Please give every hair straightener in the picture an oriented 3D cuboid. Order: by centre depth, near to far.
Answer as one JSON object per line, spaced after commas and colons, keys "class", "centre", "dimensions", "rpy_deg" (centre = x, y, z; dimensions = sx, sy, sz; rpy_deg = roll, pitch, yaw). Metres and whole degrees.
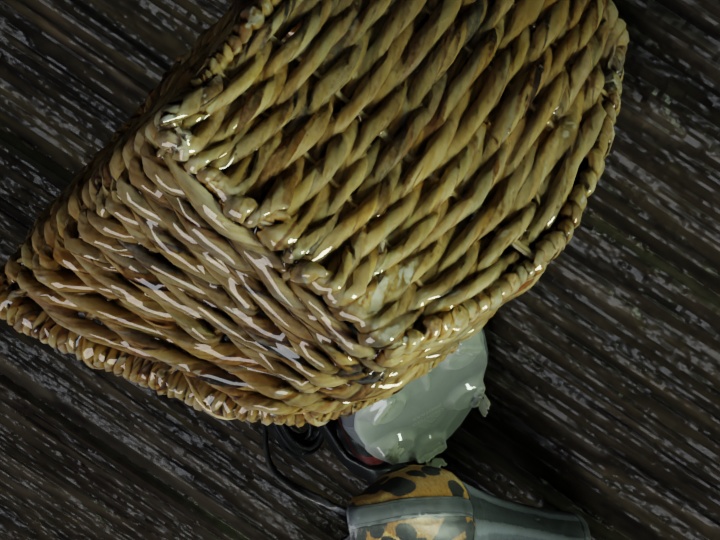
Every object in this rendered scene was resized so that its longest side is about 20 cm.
{"class": "hair straightener", "centre": [-0.034, 0.036, 1.261], "dimensions": [0.077, 0.041, 0.200], "rpy_deg": [1, 134, 36]}

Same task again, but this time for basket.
{"class": "basket", "centre": [-0.009, -0.031, 1.035], "dimensions": [0.143, 0.200, 0.149], "rpy_deg": [42, 140, -7]}

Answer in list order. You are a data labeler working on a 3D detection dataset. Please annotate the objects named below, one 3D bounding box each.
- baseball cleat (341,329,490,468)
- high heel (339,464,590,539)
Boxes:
{"class": "baseball cleat", "centre": [0.000, 0.000, 1.181], "dimensions": [0.106, 0.070, 0.200], "rpy_deg": [54, 167, 32]}
{"class": "high heel", "centre": [-0.016, 0.137, 1.253], "dimensions": [0.200, 0.071, 0.143], "rpy_deg": [-28, 153, 32]}
